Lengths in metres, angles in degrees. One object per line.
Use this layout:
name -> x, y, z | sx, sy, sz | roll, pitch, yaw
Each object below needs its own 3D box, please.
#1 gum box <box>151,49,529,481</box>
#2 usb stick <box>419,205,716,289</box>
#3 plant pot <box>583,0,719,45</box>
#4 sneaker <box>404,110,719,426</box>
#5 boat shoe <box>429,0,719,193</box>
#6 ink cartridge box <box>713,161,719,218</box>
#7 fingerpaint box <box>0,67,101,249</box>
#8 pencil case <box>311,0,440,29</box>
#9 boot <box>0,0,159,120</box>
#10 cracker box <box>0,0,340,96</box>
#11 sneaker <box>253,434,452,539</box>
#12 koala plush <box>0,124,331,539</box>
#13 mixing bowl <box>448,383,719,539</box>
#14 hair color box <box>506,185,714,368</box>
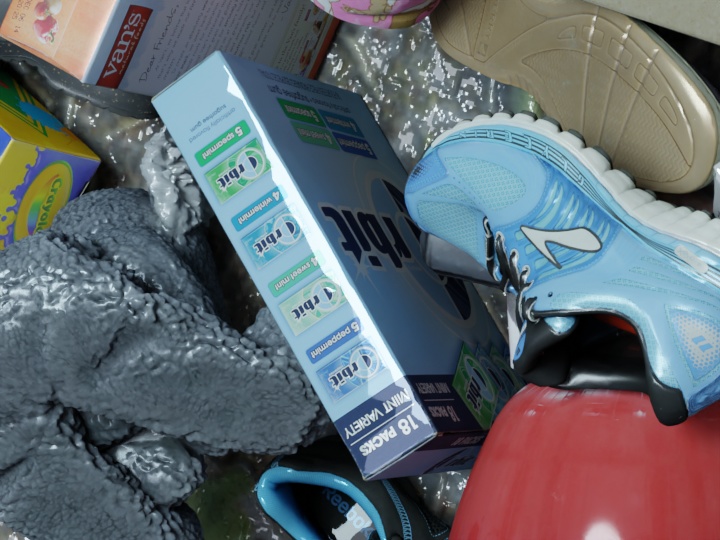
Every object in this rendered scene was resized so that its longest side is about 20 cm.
gum box -> 0.000, 0.000, 1.111 | 0.045, 0.170, 0.200 | -35, 76, 16
usb stick -> 0.121, -0.006, 1.064 | 0.200, 0.033, 0.056 | 14, 88, 24
plant pot -> 0.171, -0.196, 1.034 | 0.200, 0.200, 0.177 | 22, 110, 23
sneaker -> 0.083, 0.000, 0.987 | 0.090, 0.078, 0.200 | -43, 45, -19
boat shoe -> 0.111, -0.097, 1.087 | 0.200, 0.065, 0.072 | 36, 123, 45
ink cartridge box -> 0.264, -0.032, 0.965 | 0.200, 0.084, 0.146 | -35, 76, 2
fingerpaint box -> -0.255, -0.025, 1.266 | 0.167, 0.073, 0.200 | 42, 107, 33
pencil case -> 0.015, -0.186, 1.037 | 0.086, 0.200, 0.083 | 29, 67, 5
boot -> -0.168, -0.169, 1.211 | 0.200, 0.070, 0.132 | 17, 108, -14
cracker box -> -0.072, -0.150, 1.130 | 0.058, 0.200, 0.134 | 30, 101, 24
sneaker -> 0.030, 0.155, 1.145 | 0.200, 0.082, 0.073 | 34, 101, 20
koala plush -> -0.119, 0.023, 1.167 | 0.184, 0.200, 0.177 | 31, 117, -17
mixing bowl -> 0.128, 0.096, 1.033 | 0.200, 0.200, 0.108 | -1, 92, 25
hair color box -> 0.168, -0.009, 1.094 | 0.200, 0.061, 0.102 | -6, 88, 26
